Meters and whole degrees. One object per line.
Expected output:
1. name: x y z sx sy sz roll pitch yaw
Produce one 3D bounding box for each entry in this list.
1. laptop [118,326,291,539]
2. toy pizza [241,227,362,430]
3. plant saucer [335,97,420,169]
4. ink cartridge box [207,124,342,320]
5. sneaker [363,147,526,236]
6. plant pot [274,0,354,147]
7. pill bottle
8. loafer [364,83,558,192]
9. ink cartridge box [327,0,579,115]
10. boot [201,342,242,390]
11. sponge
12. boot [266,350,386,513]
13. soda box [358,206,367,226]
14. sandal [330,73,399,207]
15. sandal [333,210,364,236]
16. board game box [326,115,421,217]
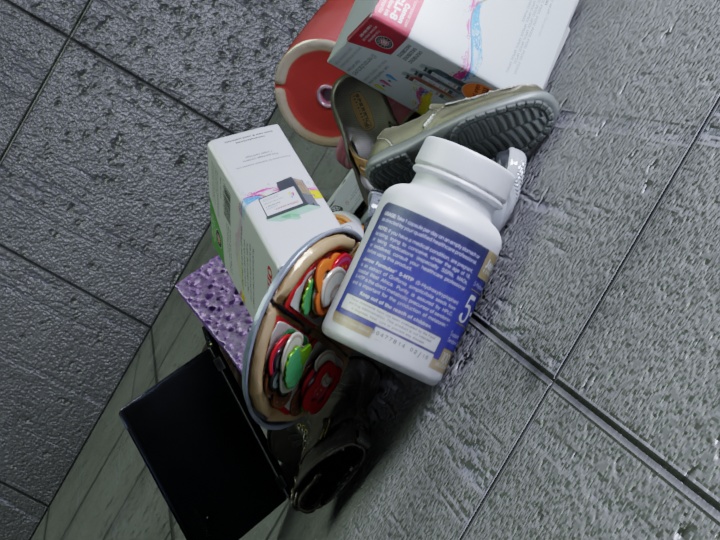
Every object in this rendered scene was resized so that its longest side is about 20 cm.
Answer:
1. laptop: -0.167 0.182 1.585 0.115 0.188 0.200 -27 11 -5
2. toy pizza: -0.039 0.058 1.367 0.200 0.032 0.201 -42 -35 -40
3. plant saucer: 0.055 -0.193 1.798 0.201 0.051 0.201 -46 -10 -11
4. ink cartridge box: -0.083 -0.026 1.500 0.145 0.084 0.200 93 154 -45
5. sneaker: 0.068 -0.054 1.417 0.200 0.113 0.076 -53 14 30
6. plant pot: -0.012 -0.253 1.908 0.201 0.200 0.177 -52 -2 33
7. pill bottle: 0.057 -0.011 1.322 0.201 0.119 0.120 -65 12 -2
8. loafer: 0.093 -0.140 1.429 0.199 0.075 0.070 -18 48 18
9. ink cartridge box: 0.097 -0.250 1.550 0.145 0.199 0.145 -67 13 -19
10. boot: -0.115 0.130 1.707 0.064 0.187 0.200 -26 -17 -27
11. sponge: -0.109 0.044 1.585 0.111 0.030 0.200 -36 48 -9
12. boot: -0.046 0.174 1.466 0.200 0.069 0.174 -50 16 34
13. soda box: 0.000 0.000 1.675 0.200 0.068 0.064 -52 14 33
14. sandal: 0.028 -0.127 1.575 0.081 0.201 0.055 -22 -8 -6
15. sandal: -0.020 0.009 1.571 0.079 0.059 0.207 -56 40 30
16. board game box: 0.030 -0.115 1.721 0.126 0.035 0.200 -52 -8 26
